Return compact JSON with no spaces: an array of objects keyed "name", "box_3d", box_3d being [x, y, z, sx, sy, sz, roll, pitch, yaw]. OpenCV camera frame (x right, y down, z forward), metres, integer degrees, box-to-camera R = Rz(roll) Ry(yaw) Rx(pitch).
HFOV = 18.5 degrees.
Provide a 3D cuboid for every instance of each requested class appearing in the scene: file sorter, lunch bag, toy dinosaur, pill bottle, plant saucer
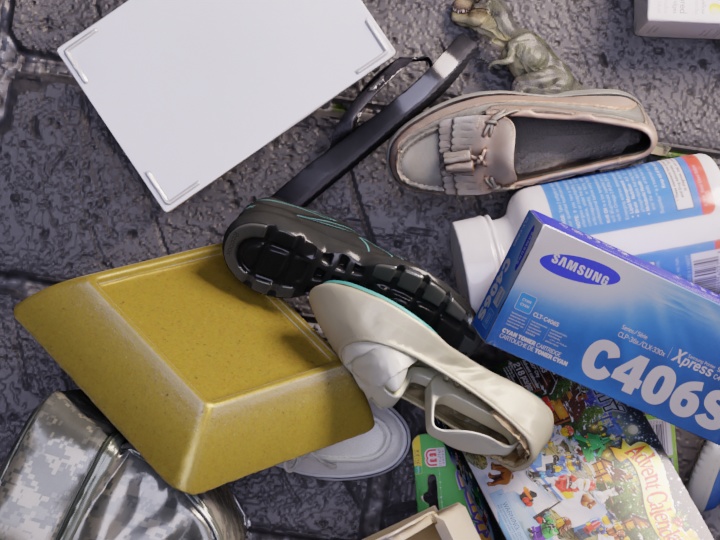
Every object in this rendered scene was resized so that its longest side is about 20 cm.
[{"name":"file sorter","box_3d":[-0.097,-0.151,1.617,0.199,0.125,0.139,-35,89,-4]},{"name":"lunch bag","box_3d":[-0.165,0.175,1.557,0.167,0.200,0.140,28,88,3]},{"name":"toy dinosaur","box_3d":[0.136,-0.125,1.666,0.200,0.047,0.088,40,79,-3]},{"name":"pill bottle","box_3d":[0.170,-0.015,1.625,0.198,0.112,0.113,-10,86,-3]},{"name":"plant saucer","box_3d":[-0.107,0.053,1.545,0.200,0.199,0.049,44,126,26]}]

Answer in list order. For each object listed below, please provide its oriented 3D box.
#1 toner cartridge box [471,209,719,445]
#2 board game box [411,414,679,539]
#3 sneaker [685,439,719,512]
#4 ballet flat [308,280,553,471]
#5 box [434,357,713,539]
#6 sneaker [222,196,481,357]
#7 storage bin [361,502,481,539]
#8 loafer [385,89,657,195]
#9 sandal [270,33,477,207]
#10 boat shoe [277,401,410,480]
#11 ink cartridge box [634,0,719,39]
[{"name":"toner cartridge box","box_3d":[0.188,0.041,1.562,0.199,0.043,0.096,23,101,-16]},{"name":"board game box","box_3d":[0.139,0.162,1.654,0.198,0.030,0.097,-4,85,-5]},{"name":"sneaker","box_3d":[0.328,0.109,1.640,0.111,0.077,0.201,30,79,9]},{"name":"ballet flat","box_3d":[0.045,0.078,1.536,0.199,0.069,0.070,29,85,-7]},{"name":"box","box_3d":[0.152,0.151,1.592,0.136,0.038,0.201,-20,60,-12]},{"name":"sneaker","box_3d":[0.000,0.000,1.589,0.199,0.079,0.076,27,115,-5]},{"name":"storage bin","box_3d":[0.022,0.294,1.563,0.198,0.094,0.201,-28,86,30]},{"name":"loafer","box_3d":[0.119,-0.093,1.612,0.198,0.063,0.073,-10,110,-8]},{"name":"sandal","box_3d":[0.002,-0.112,1.632,0.200,0.076,0.043,-39,88,4]},{"name":"boat shoe","box_3d":[-0.060,0.106,1.619,0.200,0.086,0.075,16,86,-1]},{"name":"ink cartridge box","box_3d":[0.310,-0.235,1.668,0.198,0.068,0.116,2,86,-3]}]
